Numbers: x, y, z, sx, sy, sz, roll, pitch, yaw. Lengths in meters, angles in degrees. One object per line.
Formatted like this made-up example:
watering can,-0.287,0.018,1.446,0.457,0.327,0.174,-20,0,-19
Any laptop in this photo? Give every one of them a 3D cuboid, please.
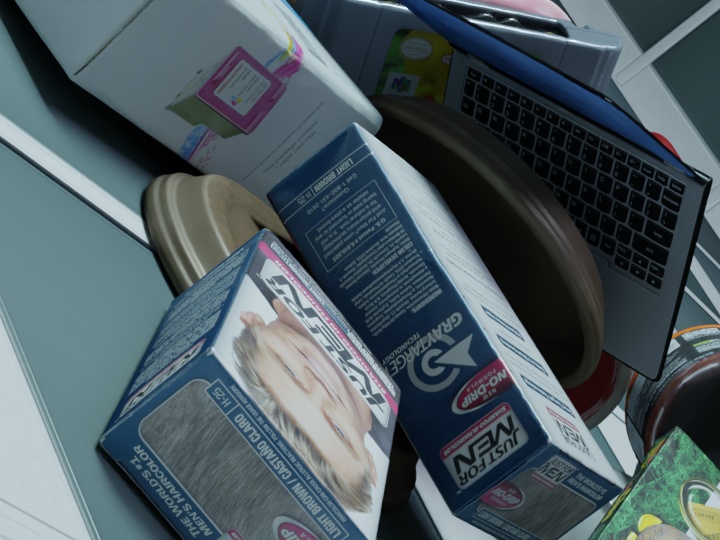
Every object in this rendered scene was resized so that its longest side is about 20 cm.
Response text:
laptop,0.080,-0.052,1.382,0.116,0.201,0.187,-19,40,-42

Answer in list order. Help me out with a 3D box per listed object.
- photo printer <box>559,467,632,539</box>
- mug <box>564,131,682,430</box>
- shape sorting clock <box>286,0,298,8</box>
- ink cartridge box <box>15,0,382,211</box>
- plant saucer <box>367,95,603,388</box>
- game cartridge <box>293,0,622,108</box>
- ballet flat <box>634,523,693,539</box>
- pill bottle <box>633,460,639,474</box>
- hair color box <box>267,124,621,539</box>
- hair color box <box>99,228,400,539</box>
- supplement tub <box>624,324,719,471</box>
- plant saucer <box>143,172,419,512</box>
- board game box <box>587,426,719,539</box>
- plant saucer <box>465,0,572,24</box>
photo printer,0.165,0.194,1.406,0.201,0.069,0.166,57,13,22
mug,0.113,-0.005,1.586,0.133,0.178,0.200,20,24,-9
shape sorting clock,-0.119,-0.206,1.478,0.199,0.039,0.200,35,-4,2
ink cartridge box,-0.096,-0.129,1.291,0.145,0.085,0.200,52,8,34
plant saucer,0.060,-0.020,1.403,0.200,0.029,0.200,39,-23,20
game cartridge,0.044,-0.094,1.498,0.199,0.134,0.041,8,32,-21
ballet flat,0.164,0.197,1.217,0.068,0.067,0.201,21,48,-22
pill bottle,0.225,0.159,1.647,0.111,0.111,0.200,52,12,0
hair color box,0.040,0.034,1.244,0.201,0.060,0.100,59,13,29
hair color box,-0.039,0.059,1.042,0.100,0.060,0.200,50,12,-9
supplement tub,0.208,0.089,1.476,0.107,0.107,0.200,52,4,-3
plant saucer,-0.031,0.029,1.243,0.200,0.029,0.200,51,11,-14
board game box,0.153,0.172,1.295,0.105,0.023,0.200,44,42,-1
plant saucer,0.036,-0.116,1.581,0.200,0.199,0.051,33,49,-58
